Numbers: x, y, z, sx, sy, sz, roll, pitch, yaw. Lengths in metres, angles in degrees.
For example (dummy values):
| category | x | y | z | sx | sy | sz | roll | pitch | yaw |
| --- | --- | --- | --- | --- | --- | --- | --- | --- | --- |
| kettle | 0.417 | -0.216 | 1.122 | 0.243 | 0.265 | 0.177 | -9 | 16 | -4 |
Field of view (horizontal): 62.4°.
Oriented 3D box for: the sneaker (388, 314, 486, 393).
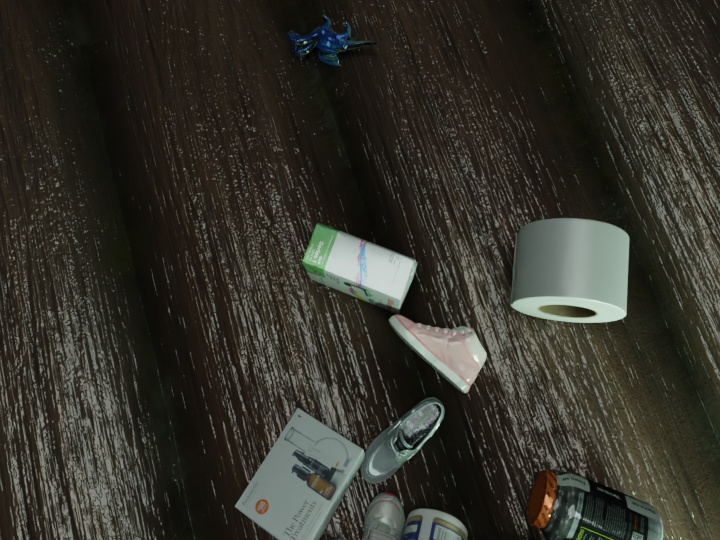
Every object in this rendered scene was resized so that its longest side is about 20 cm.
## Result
| category | x | y | z | sx | sy | sz | roll | pitch | yaw |
| --- | --- | --- | --- | --- | --- | --- | --- | --- | --- |
| sneaker | 0.152 | 0.128 | 1.123 | 0.199 | 0.075 | 0.105 | 40 | 85 | 3 |

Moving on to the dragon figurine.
| category | x | y | z | sx | sy | sz | roll | pitch | yaw |
| --- | --- | --- | --- | --- | --- | --- | --- | --- | --- |
| dragon figurine | -0.062 | -0.484 | 1.285 | 0.196 | 0.059 | 0.101 | 25 | 79 | 9 |

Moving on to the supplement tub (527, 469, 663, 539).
| category | x | y | z | sx | sy | sz | roll | pitch | yaw |
| --- | --- | --- | --- | --- | --- | --- | --- | --- | --- |
| supplement tub | 0.396 | 0.427 | 1.018 | 0.196 | 0.123 | 0.125 | 21 | 78 | 7 |

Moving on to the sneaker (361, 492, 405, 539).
| category | x | y | z | sx | sy | sz | roll | pitch | yaw |
| --- | --- | --- | --- | --- | --- | --- | --- | --- | --- |
| sneaker | 0.035 | 0.496 | 1.035 | 0.079 | 0.088 | 0.205 | 9 | 77 | 4 |

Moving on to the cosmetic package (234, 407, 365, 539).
| category | x | y | z | sx | sy | sz | roll | pitch | yaw |
| --- | --- | --- | --- | --- | --- | --- | --- | --- | --- |
| cosmetic package | -0.104 | 0.373 | 1.054 | 0.148 | 0.052 | 0.202 | 24 | 64 | 21 |

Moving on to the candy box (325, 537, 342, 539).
| category | x | y | z | sx | sy | sz | roll | pitch | yaw |
| --- | --- | --- | --- | --- | --- | --- | --- | --- | --- |
| candy box | -0.118 | 0.573 | 1.031 | 0.194 | 0.072 | 0.172 | -8 | 76 | 0 |

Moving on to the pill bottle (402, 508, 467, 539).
| category | x | y | z | sx | sy | sz | roll | pitch | yaw |
| --- | --- | --- | --- | --- | --- | --- | --- | --- | --- |
| pill bottle | 0.108 | 0.513 | 0.976 | 0.108 | 0.112 | 0.202 | 17 | 48 | 6 |

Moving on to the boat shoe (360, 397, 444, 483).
| category | x | y | z | sx | sy | sz | roll | pitch | yaw |
| --- | --- | --- | --- | --- | --- | --- | --- | --- | --- |
| boat shoe | 0.076 | 0.308 | 1.086 | 0.200 | 0.072 | 0.070 | -43 | 78 | -7 |

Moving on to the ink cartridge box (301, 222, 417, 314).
| category | x | y | z | sx | sy | sz | roll | pitch | yaw |
| --- | --- | --- | --- | --- | --- | --- | --- | --- | --- |
| ink cartridge box | 0.000 | 0.000 | 1.124 | 0.196 | 0.145 | 0.086 | 21 | 79 | 7 |

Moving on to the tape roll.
| category | x | y | z | sx | sy | sz | roll | pitch | yaw |
| --- | --- | --- | --- | --- | --- | --- | --- | --- | --- |
| tape roll | 0.379 | 0.006 | 1.078 | 0.197 | 0.203 | 0.143 | 7 | 76 | 4 |
